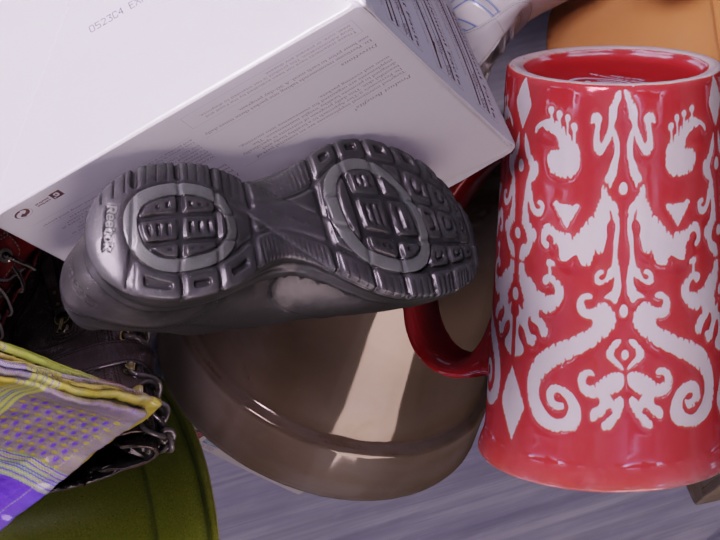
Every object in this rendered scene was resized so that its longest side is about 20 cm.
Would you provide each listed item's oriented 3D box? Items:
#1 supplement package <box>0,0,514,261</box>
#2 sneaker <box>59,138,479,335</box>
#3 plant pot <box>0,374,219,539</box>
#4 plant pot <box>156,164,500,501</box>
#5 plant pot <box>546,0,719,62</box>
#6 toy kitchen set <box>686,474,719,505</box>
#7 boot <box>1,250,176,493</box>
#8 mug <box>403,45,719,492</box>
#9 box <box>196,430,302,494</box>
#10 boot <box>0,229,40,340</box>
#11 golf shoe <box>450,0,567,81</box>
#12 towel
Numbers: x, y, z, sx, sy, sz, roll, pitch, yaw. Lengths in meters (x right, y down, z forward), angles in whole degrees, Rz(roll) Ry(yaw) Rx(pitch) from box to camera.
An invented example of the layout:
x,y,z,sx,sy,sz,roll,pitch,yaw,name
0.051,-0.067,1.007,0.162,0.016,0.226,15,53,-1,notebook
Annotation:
x,y,z,sx,sy,sz,roll,pitch,yaw,name
-0.066,-0.100,1.098,0.191,0.148,0.200,-28,157,13,supplement package
-0.041,-0.008,1.060,0.199,0.076,0.091,1,158,-29,sneaker
-0.214,0.175,1.528,0.192,0.201,0.201,-5,153,-25,plant pot
0.000,0.000,1.370,0.199,0.200,0.174,-7,136,-32,plant pot
0.186,-0.096,1.315,0.139,0.201,0.200,-11,161,17,plant pot
0.282,0.079,1.784,0.199,0.181,0.163,-7,154,-34,toy kitchen set
-0.123,0.030,1.288,0.199,0.175,0.069,-26,139,10,boot
0.105,-0.006,1.209,0.176,0.201,0.133,2,-164,6,mug
-0.062,0.094,1.553,0.119,0.042,0.200,26,157,-11,box
-0.187,0.015,1.250,0.199,0.145,0.072,-30,155,13,boot
0.051,-0.118,1.237,0.199,0.098,0.078,-21,156,-7,golf shoe
-0.210,0.098,1.174,0.200,0.023,0.143,-37,145,25,towel
